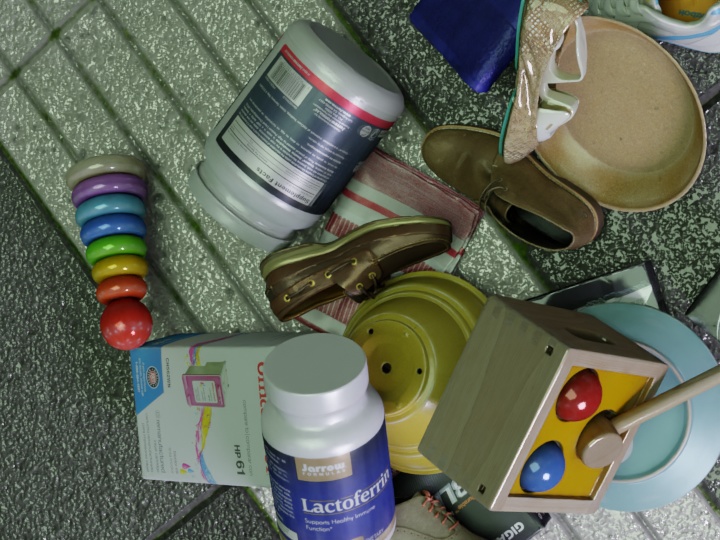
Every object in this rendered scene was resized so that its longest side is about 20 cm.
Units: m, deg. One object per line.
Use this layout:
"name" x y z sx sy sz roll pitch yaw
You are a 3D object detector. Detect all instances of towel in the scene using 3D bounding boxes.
"towel" 0.143 -0.277 1.374 0.200 0.049 0.148 -52 44 19
"towel" 0.023 -0.009 1.484 0.144 0.023 0.201 29 104 15

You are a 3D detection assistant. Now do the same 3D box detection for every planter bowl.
"planter bowl" 0.042 0.096 1.408 0.200 0.083 0.202 -4 82 30

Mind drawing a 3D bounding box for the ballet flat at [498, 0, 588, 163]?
"ballet flat" 0.169 -0.170 1.319 0.065 0.071 0.201 20 138 16

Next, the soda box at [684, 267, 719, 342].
"soda box" 0.399 0.074 1.338 0.200 0.071 0.063 38 105 12

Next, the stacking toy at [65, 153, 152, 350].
"stacking toy" -0.253 -0.016 1.515 0.085 0.085 0.201 -17 72 20

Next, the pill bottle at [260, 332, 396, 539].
"pill bottle" -0.031 0.165 1.345 0.115 0.116 0.201 5 124 18

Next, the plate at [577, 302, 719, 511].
"plate" 0.244 0.131 1.368 0.199 0.026 0.201 2 95 18

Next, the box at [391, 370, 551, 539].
"box" 0.057 0.235 1.485 0.200 0.050 0.199 -40 82 19

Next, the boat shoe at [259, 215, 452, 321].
"boat shoe" -0.001 0.000 1.430 0.199 0.072 0.068 -16 67 13

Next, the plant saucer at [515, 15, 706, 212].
"plant saucer" 0.237 -0.150 1.349 0.200 0.035 0.201 26 137 28

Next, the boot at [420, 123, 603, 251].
"boot" 0.135 -0.081 1.405 0.200 0.075 0.074 31 120 20

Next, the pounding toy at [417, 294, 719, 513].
"pounding toy" 0.194 0.121 1.284 0.142 0.199 0.185 36 107 42

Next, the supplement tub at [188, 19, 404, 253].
"supplement tub" -0.065 -0.132 1.437 0.140 0.140 0.200 42 107 10

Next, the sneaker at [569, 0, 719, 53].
"sneaker" 0.250 -0.249 1.338 0.199 0.081 0.077 5 78 21

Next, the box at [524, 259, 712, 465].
"box" 0.236 0.108 1.408 0.157 0.050 0.201 -19 89 20

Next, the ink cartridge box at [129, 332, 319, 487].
"ink cartridge box" -0.133 0.141 1.495 0.199 0.085 0.145 -3 95 34

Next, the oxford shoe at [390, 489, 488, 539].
"oxford shoe" 0.069 0.256 1.422 0.199 0.070 0.075 9 94 15
